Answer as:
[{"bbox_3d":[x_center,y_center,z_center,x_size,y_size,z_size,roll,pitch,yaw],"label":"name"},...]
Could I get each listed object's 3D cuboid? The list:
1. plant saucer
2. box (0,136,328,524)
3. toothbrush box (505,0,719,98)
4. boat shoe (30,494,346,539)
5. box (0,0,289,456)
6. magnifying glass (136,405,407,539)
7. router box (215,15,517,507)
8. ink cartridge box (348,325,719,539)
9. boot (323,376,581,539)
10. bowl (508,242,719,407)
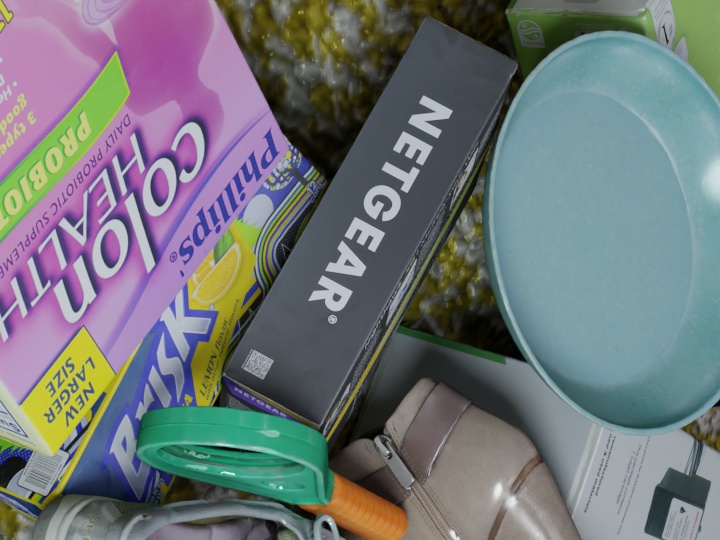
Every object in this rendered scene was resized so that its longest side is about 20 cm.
[{"bbox_3d":[0.125,-0.017,1.110,0.199,0.036,0.202,7,80,-40],"label":"plant saucer"},{"bbox_3d":[-0.096,0.023,0.996,0.070,0.064,0.201,45,67,-50],"label":"box"},{"bbox_3d":[0.165,-0.110,1.255,0.146,0.086,0.201,-60,142,-37],"label":"toothbrush box"},{"bbox_3d":[-0.055,0.135,0.970,0.201,0.064,0.075,23,68,-49],"label":"boat shoe"},{"bbox_3d":[-0.143,-0.063,0.873,0.176,0.096,0.201,-53,140,-26],"label":"box"},{"bbox_3d":[-0.031,0.094,0.996,0.200,0.079,0.023,33,58,-59],"label":"magnifying glass"},{"bbox_3d":[0.000,0.000,1.060,0.201,0.052,0.157,-61,175,-19],"label":"router box"},{"bbox_3d":[0.110,0.110,1.234,0.200,0.146,0.084,31,77,-54],"label":"ink cartridge box"},{"bbox_3d":[0.026,0.155,1.121,0.200,0.146,0.070,-46,172,21],"label":"boot"},{"bbox_3d":[0.183,0.037,1.261,0.200,0.199,0.040,28,55,-53],"label":"bowl"}]
